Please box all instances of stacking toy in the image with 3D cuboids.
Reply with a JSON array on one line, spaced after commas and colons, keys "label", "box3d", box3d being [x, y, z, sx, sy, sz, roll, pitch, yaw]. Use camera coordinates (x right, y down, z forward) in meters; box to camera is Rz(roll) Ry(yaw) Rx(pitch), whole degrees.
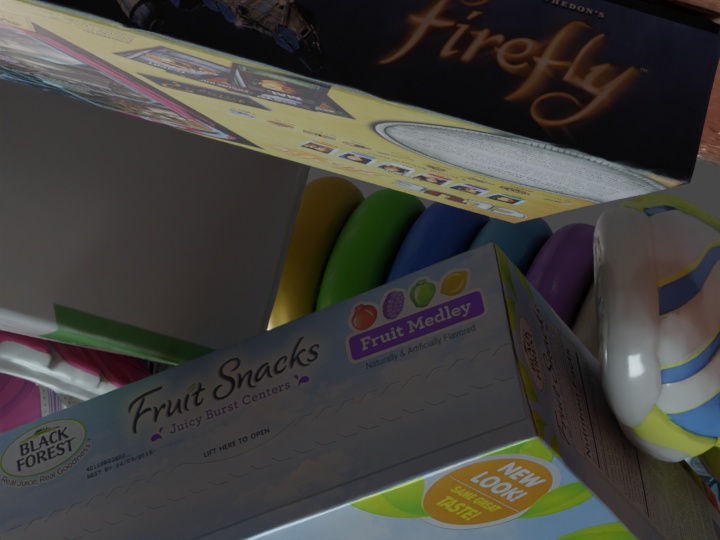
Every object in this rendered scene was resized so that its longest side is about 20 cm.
[{"label": "stacking toy", "box3d": [0.000, 0.000, 0.946, 0.200, 0.086, 0.085, 20, 177, 14]}]

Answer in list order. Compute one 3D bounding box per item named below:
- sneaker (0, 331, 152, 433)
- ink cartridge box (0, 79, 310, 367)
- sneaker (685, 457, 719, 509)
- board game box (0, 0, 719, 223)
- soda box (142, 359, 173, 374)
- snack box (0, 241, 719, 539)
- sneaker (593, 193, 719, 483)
[{"label": "sneaker", "box3d": [-0.157, 0.040, 1.021, 0.200, 0.088, 0.081, 16, -156, -36]}, {"label": "ink cartridge box", "box3d": [-0.135, -0.033, 0.843, 0.145, 0.088, 0.200, 17, 176, -43]}, {"label": "sneaker", "box3d": [0.163, 0.074, 1.042, 0.200, 0.096, 0.079, 22, -156, -28]}, {"label": "board game box", "box3d": [-0.039, -0.055, 0.609, 0.200, 0.035, 0.135, 15, 175, -11]}, {"label": "soda box", "box3d": [-0.021, 0.041, 1.027, 0.068, 0.064, 0.200, 18, -161, -34]}, {"label": "snack box", "box3d": [0.007, 0.085, 0.853, 0.168, 0.068, 0.200, -21, 150, 15]}, {"label": "sneaker", "box3d": [0.135, 0.019, 0.843, 0.105, 0.076, 0.200, -7, 168, 19]}]
